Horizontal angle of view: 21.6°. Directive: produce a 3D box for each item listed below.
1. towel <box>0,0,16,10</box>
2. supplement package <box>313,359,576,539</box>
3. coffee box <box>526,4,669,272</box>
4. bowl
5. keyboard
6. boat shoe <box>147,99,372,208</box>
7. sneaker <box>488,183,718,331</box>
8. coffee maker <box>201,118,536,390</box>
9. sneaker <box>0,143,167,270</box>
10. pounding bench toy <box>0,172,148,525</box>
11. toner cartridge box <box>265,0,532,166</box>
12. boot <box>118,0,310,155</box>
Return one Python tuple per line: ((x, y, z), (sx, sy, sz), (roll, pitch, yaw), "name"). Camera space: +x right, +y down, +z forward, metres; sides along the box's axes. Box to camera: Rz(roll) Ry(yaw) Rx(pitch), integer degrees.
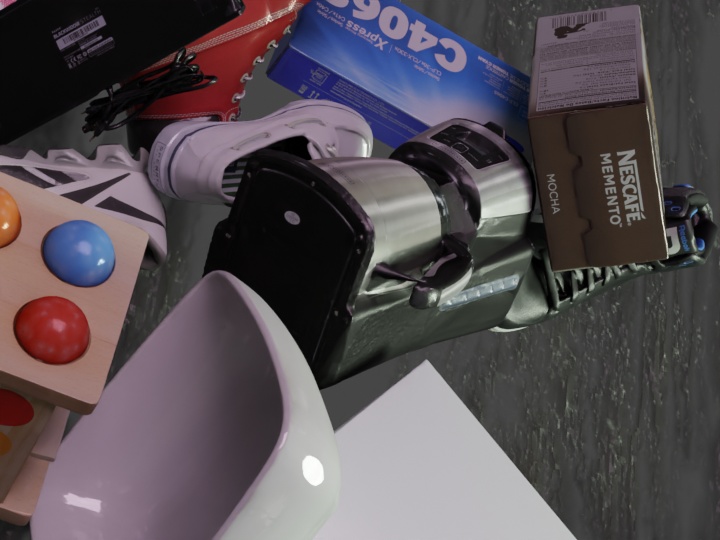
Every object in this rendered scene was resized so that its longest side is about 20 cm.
((-0.179, -0.229, 1.244), (0.200, 0.030, 0.147), (-42, 100, -15), "towel")
((0.032, 0.187, 1.130), (0.200, 0.111, 0.156), (50, 51, 5), "supplement package")
((0.162, -0.094, 1.289), (0.079, 0.114, 0.200), (-7, 25, 10), "coffee box")
((-0.089, 0.120, 1.028), (0.075, 0.200, 0.200), (33, 14, -28), "bowl")
((-0.163, -0.137, 1.186), (0.104, 0.199, 0.040), (64, 17, 0), "keyboard")
((-0.048, -0.066, 1.234), (0.067, 0.074, 0.200), (23, 25, 35), "boat shoe")
((0.174, -0.017, 1.320), (0.200, 0.112, 0.073), (-30, 108, -39), "sneaker")
((0.000, 0.000, 1.205), (0.200, 0.192, 0.135), (-14, 65, -50), "coffee maker")
((-0.203, -0.024, 1.144), (0.199, 0.074, 0.089), (-8, 65, -32), "sneaker")
((-0.240, 0.021, 1.035), (0.199, 0.156, 0.125), (22, 48, -12), "pounding bench toy")
((0.037, -0.136, 1.368), (0.199, 0.043, 0.095), (28, 53, -13), "toner cartridge box")
((-0.071, -0.149, 1.253), (0.199, 0.072, 0.145), (-20, 116, -15), "boot")
